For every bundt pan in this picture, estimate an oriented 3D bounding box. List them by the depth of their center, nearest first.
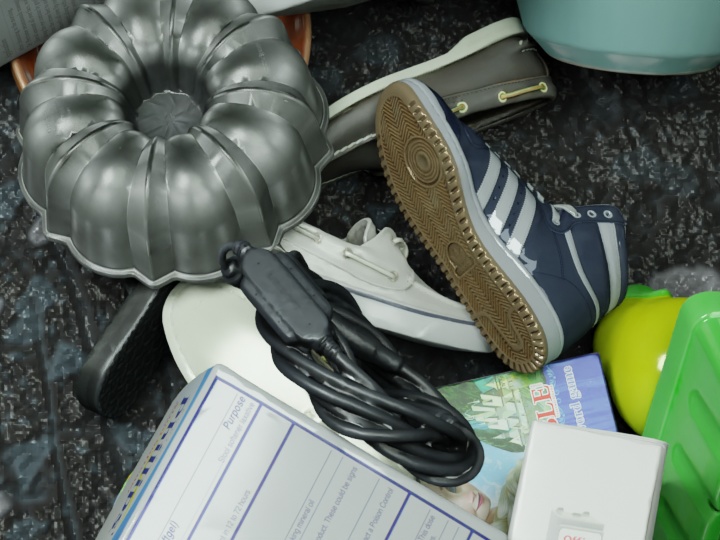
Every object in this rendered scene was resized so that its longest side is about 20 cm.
[{"bbox_3d":[-0.117,-0.095,1.552,0.200,0.076,0.203,-1,63,1],"label":"bundt pan"}]

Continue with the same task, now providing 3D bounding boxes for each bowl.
[{"bbox_3d":[0.180,-0.189,1.654,0.199,0.201,0.106,2,105,-11],"label":"bowl"}]

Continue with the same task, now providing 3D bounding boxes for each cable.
[{"bbox_3d":[0.001,0.062,1.475,0.051,0.163,0.200,-47,60,4],"label":"cable"}]

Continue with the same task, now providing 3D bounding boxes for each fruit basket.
[{"bbox_3d":[0.234,0.087,1.605,0.154,0.216,0.217,4,75,-10],"label":"fruit basket"}]

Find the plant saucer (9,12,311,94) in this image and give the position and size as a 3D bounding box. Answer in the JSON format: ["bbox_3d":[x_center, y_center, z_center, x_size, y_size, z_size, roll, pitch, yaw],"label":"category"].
[{"bbox_3d":[-0.132,-0.155,1.650,0.199,0.032,0.202,3,75,-11],"label":"plant saucer"}]

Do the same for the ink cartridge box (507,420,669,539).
[{"bbox_3d":[0.121,0.200,1.490,0.082,0.147,0.201,11,78,7],"label":"ink cartridge box"}]

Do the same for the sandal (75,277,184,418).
[{"bbox_3d":[-0.126,-0.003,1.596,0.048,0.075,0.201,26,72,24],"label":"sandal"}]

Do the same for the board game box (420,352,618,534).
[{"bbox_3d":[0.076,0.170,1.592,0.198,0.041,0.201,-13,78,-5],"label":"board game box"}]

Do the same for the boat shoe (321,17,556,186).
[{"bbox_3d":[0.037,-0.096,1.648,0.201,0.072,0.061,-29,79,-19],"label":"boat shoe"}]

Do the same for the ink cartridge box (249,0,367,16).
[{"bbox_3d":[0.001,-0.245,1.570,0.083,0.200,0.146,-13,92,-35],"label":"ink cartridge box"}]

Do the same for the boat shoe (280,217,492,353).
[{"bbox_3d":[0.000,0.000,1.605,0.199,0.072,0.066,18,88,-13],"label":"boat shoe"}]

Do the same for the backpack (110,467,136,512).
[{"bbox_3d":[-0.084,0.203,1.525,0.162,0.154,0.201,-7,64,-7],"label":"backpack"}]

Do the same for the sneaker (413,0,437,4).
[{"bbox_3d":[0.007,-0.267,1.693,0.088,0.074,0.201,-10,76,1],"label":"sneaker"}]

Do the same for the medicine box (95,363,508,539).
[{"bbox_3d":[-0.050,0.185,1.419,0.199,0.103,0.183,31,70,-6],"label":"medicine box"}]

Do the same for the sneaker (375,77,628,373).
[{"bbox_3d":[0.094,-0.043,1.608,0.108,0.070,0.201,-28,87,-34],"label":"sneaker"}]

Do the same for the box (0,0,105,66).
[{"bbox_3d":[-0.264,-0.205,1.574,0.199,0.106,0.153,-29,76,-8],"label":"box"}]

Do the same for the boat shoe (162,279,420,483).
[{"bbox_3d":[-0.042,0.081,1.556,0.202,0.060,0.072,42,90,18],"label":"boat shoe"}]
